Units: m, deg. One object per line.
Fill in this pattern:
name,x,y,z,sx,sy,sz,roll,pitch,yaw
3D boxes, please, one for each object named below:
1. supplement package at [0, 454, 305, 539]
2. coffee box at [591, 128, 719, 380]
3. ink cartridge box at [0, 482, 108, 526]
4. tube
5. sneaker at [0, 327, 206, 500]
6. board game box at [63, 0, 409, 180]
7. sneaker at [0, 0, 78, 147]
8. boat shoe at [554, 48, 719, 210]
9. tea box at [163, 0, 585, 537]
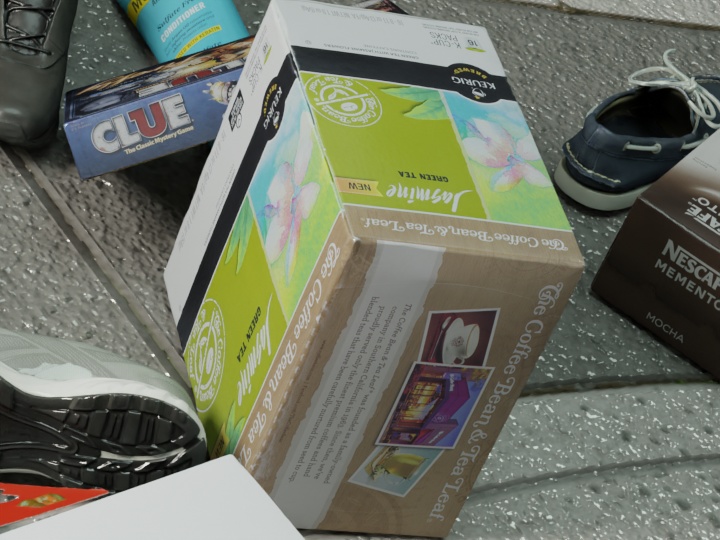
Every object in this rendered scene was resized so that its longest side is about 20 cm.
supplement package,-0.101,0.193,1.076,0.199,0.111,0.156,-16,51,-41
coffee box,0.246,-0.023,1.559,0.113,0.080,0.200,35,38,14
ink cartridge box,-0.239,0.102,1.094,0.199,0.058,0.162,-21,13,-40
tube,-0.101,-0.146,1.541,0.050,0.077,0.201,45,12,-52
sneaker,-0.175,0.064,1.243,0.199,0.074,0.079,17,17,-9
board game box,-0.069,-0.106,1.403,0.199,0.035,0.136,-18,13,-3
sneaker,-0.202,-0.153,1.469,0.075,0.091,0.201,14,39,-14
boat shoe,0.200,-0.100,1.644,0.075,0.062,0.199,41,39,25
tea box,0.000,0.000,1.295,0.133,0.201,0.197,6,39,-24
